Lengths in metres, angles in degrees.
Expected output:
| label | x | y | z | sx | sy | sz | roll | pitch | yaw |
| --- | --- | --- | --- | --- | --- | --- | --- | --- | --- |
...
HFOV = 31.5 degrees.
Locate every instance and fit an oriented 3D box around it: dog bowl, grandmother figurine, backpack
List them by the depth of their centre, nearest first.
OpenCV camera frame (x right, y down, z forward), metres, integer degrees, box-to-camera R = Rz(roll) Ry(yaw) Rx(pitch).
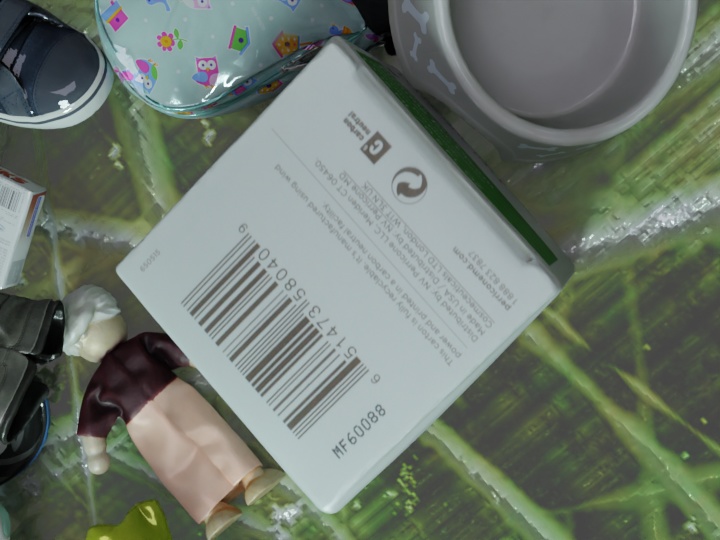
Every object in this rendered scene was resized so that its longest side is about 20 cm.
| label | x | y | z | sx | sy | sz | roll | pitch | yaw |
| --- | --- | --- | --- | --- | --- | --- | --- | --- | --- |
| dog bowl | 0.118 | -0.166 | 0.782 | 0.197 | 0.059 | 0.204 | -2 | 96 | -17 |
| backpack | -0.075 | -0.186 | 0.835 | 0.198 | 0.126 | 0.169 | -27 | 90 | 16 |
| grandmother figurine | -0.149 | 0.095 | 0.904 | 0.121 | 0.061 | 0.201 | -37 | 81 | -16 |

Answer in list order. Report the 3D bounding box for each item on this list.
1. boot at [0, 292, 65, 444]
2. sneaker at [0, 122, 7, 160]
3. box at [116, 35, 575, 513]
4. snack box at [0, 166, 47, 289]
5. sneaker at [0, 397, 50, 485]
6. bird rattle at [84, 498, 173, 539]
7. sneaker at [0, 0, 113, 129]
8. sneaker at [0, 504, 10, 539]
| label | x | y | z | sx | sy | sz | roll | pitch | yaw |
| --- | --- | --- | --- | --- | --- | --- | --- | --- | --- |
| boot | -0.283 | 0.086 | 0.833 | 0.129 | 0.068 | 0.202 | 19 | 63 | 8 |
| sneaker | -0.308 | -0.071 | 0.918 | 0.083 | 0.075 | 0.204 | 6 | 94 | 8 |
| box | 0.000 | 0.000 | 0.803 | 0.200 | 0.171 | 0.199 | -44 | 84 | 10 |
| snack box | -0.311 | -0.062 | 0.874 | 0.198 | 0.024 | 0.073 | 26 | 105 | 13 |
| sneaker | -0.303 | 0.142 | 0.924 | 0.199 | 0.083 | 0.071 | -38 | 85 | 11 |
| bird rattle | -0.137 | 0.262 | 0.890 | 0.162 | 0.114 | 0.200 | -23 | 123 | 34 |
| sneaker | -0.256 | -0.154 | 0.833 | 0.198 | 0.080 | 0.079 | 21 | 74 | 23 |
| sneaker | -0.272 | 0.234 | 0.855 | 0.077 | 0.141 | 0.202 | -19 | 121 | 13 |
